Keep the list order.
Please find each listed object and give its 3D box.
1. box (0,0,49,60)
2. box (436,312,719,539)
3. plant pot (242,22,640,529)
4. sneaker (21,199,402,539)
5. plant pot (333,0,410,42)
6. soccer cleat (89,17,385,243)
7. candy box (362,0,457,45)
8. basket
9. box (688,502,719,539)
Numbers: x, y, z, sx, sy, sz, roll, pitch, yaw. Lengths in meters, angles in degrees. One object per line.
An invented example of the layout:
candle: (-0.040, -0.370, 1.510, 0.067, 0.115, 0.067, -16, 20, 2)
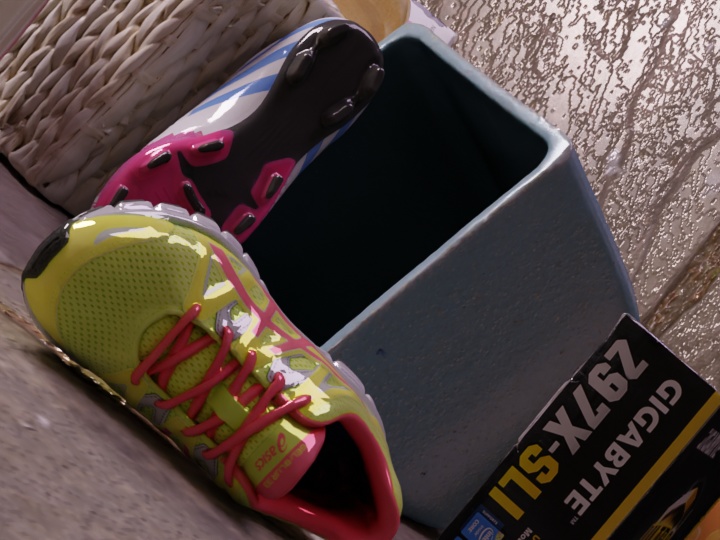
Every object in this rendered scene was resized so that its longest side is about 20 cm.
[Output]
box: (-0.217, -0.156, 1.219, 0.109, 0.128, 0.200, 40, 4, -14)
box: (0.073, 0.100, 0.876, 0.049, 0.160, 0.200, 42, 3, 15)
plant pot: (0.039, 0.025, 1.334, 0.200, 0.196, 0.196, 55, -6, -36)
sneaker: (-0.048, 0.046, 0.963, 0.200, 0.078, 0.090, 36, 12, -34)
plant pot: (-0.067, -0.152, 1.526, 0.200, 0.199, 0.028, 44, -32, 43)
soccer cleat: (-0.069, -0.059, 1.293, 0.070, 0.200, 0.086, 54, -21, -10)
candy box: (-0.034, -0.092, 1.627, 0.061, 0.137, 0.200, 40, -33, -11)
basket: (-0.119, -0.124, 1.373, 0.123, 0.200, 0.135, 50, 9, 33)
box: (0.218, 0.169, 1.266, 0.097, 0.200, 0.124, 39, 3, -22)
